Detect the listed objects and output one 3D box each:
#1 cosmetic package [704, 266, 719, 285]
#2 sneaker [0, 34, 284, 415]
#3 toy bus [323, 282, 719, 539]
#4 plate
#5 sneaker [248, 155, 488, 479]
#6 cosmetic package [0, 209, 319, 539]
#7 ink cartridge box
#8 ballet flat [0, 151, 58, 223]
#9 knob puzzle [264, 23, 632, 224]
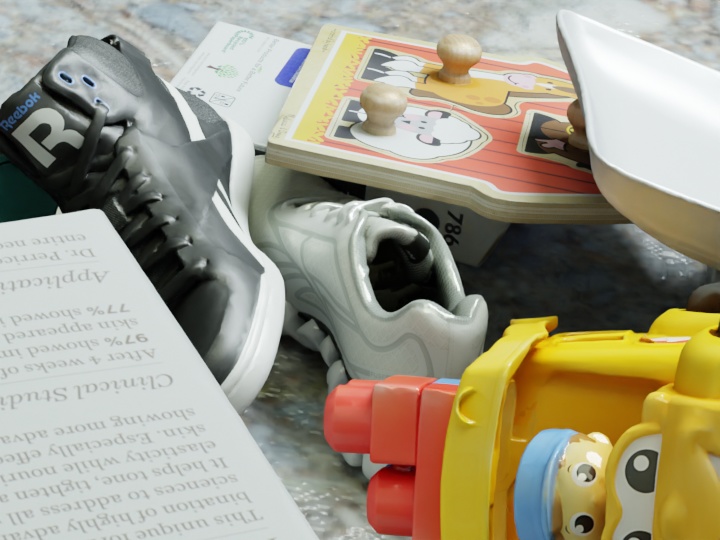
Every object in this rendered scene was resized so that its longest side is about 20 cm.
[{"bbox_3d":[0.187,0.001,1.137,0.082,0.051,0.200,11,33,6],"label":"cosmetic package"},{"bbox_3d":[-0.096,-0.020,1.044,0.112,0.073,0.200,35,21,-26],"label":"sneaker"},{"bbox_3d":[0.080,0.068,0.891,0.191,0.137,0.200,5,2,5],"label":"toy bus"},{"bbox_3d":[0.166,-0.026,1.046,0.199,0.032,0.200,22,20,-9],"label":"plate"},{"bbox_3d":[0.000,0.000,1.072,0.075,0.081,0.200,-11,36,-24],"label":"sneaker"},{"bbox_3d":[-0.122,0.110,0.795,0.166,0.167,0.200,-8,35,-23],"label":"cosmetic package"},{"bbox_3d":[0.011,-0.053,1.194,0.199,0.039,0.100,14,33,12],"label":"ink cartridge box"},{"bbox_3d":[-0.191,-0.004,1.051,0.067,0.068,0.200,13,31,21],"label":"ballet flat"},{"bbox_3d":[0.070,-0.067,1.138,0.218,0.031,0.220,9,21,-3],"label":"knob puzzle"}]
